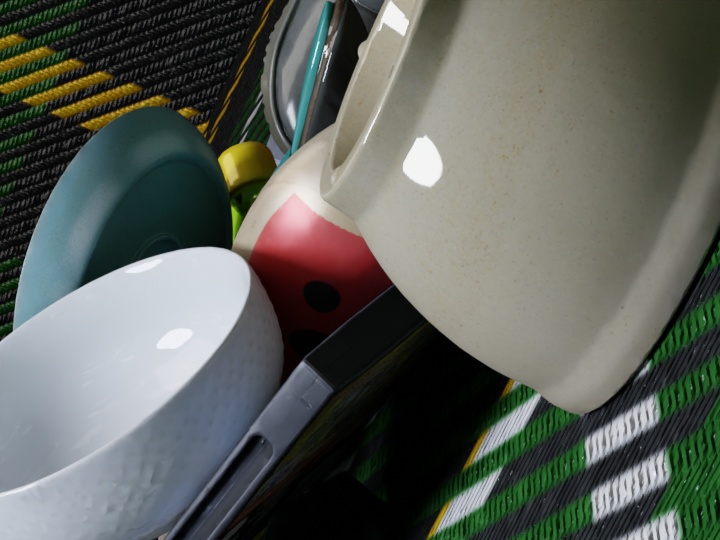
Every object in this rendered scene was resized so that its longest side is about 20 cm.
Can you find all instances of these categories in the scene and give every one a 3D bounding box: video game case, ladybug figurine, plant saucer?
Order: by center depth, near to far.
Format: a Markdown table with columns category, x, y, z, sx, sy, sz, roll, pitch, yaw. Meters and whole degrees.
| category | x | y | z | sx | sy | sz | roll | pitch | yaw |
| --- | --- | --- | --- | --- | --- | --- | --- | --- | --- |
| video game case | -0.021 | 0.072 | 1.242 | 0.181 | 0.025 | 0.200 | -52 | -8 | 33 |
| ladybug figurine | 0.000 | 0.000 | 1.340 | 0.201 | 0.135 | 0.072 | 111 | 144 | -44 |
| plant saucer | -0.126 | 0.008 | 1.439 | 0.200 | 0.027 | 0.202 | -40 | -41 | -47 |

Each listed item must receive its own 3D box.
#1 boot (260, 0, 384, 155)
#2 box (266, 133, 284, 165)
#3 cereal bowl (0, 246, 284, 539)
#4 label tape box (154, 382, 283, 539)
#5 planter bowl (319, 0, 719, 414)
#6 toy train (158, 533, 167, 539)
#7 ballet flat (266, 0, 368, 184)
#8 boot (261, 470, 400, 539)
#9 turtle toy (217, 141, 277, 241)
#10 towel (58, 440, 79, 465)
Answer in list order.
| category | x | y | z | sx | sy | sz | roll | pitch | yaw |
| --- | --- | --- | --- | --- | --- | --- | --- | --- | --- |
| boot | 0.020 | -0.157 | 1.391 | 0.200 | 0.072 | 0.183 | -14 | 66 | 62 |
| box | -0.001 | -0.122 | 1.674 | 0.201 | 0.037 | 0.137 | -69 | -22 | -9 |
| cereal bowl | -0.121 | 0.080 | 1.282 | 0.199 | 0.084 | 0.200 | -24 | 24 | 12 |
| label tape box | -0.100 | 0.136 | 1.494 | 0.143 | 0.066 | 0.201 | -50 | -19 | -34 |
| planter bowl | 0.065 | -0.059 | 1.027 | 0.200 | 0.134 | 0.202 | -158 | 90 | -81 |
| toy train | -0.129 | 0.195 | 1.324 | 0.116 | 0.084 | 0.201 | -56 | -6 | -43 |
| ballet flat | -0.015 | -0.060 | 1.374 | 0.068 | 0.068 | 0.201 | -79 | 9 | -49 |
| boot | -0.064 | 0.212 | 1.284 | 0.201 | 0.065 | 0.165 | -58 | -3 | 38 |
| turtle toy | -0.028 | -0.008 | 1.532 | 0.200 | 0.100 | 0.147 | -55 | 49 | 56 |
| towel | -0.153 | 0.176 | 1.440 | 0.152 | 0.201 | 0.023 | -1 | 35 | 48 |
